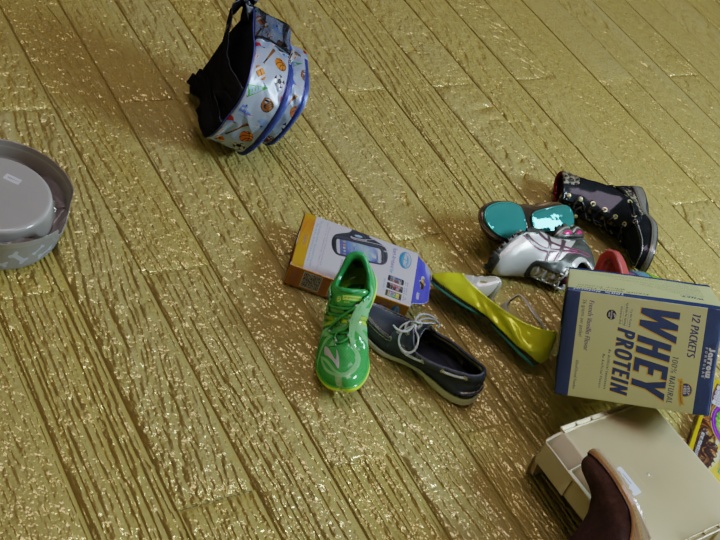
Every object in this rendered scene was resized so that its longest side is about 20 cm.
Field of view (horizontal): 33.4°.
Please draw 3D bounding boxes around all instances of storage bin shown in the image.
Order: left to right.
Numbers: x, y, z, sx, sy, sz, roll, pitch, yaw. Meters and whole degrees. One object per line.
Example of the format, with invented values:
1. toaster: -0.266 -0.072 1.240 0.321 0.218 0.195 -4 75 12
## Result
1. storage bin: 0.335 0.278 1.474 0.196 0.094 0.201 -12 51 -34

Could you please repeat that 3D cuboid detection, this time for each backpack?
1. backpack: -0.166 -0.268 1.781 0.152 0.200 0.192 24 40 -20

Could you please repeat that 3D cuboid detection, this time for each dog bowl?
1. dog bowl: -0.462 -0.082 1.512 0.197 0.059 0.202 14 40 -12

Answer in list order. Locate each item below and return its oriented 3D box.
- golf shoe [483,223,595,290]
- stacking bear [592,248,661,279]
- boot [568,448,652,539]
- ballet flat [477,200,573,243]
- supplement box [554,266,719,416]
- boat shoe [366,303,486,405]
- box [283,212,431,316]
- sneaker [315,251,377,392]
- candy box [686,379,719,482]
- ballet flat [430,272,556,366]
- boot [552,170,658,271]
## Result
1. golf shoe: 0.274 -0.015 1.786 0.198 0.078 0.089 -11 57 -34
2. stacking bear: 0.422 0.054 1.757 0.197 0.122 0.115 9 52 -30
3. boot: 0.242 0.315 1.335 0.164 0.073 0.202 -24 63 2
4. ballet flat: 0.238 -0.072 1.835 0.198 0.072 0.069 -8 85 -37
5. supplement box: 0.358 0.087 1.566 0.196 0.137 0.200 7 9 9
6. boat shoe: 0.078 0.098 1.572 0.199 0.062 0.075 38 47 19
7. box: 0.000 0.000 1.663 0.197 0.042 0.120 21 39 -7
8. sneaker: -0.021 0.062 1.526 0.073 0.084 0.202 0 53 8
9. candy box: 0.505 0.236 1.654 0.101 0.027 0.200 33 40 6
10. ballet flat: 0.190 0.050 1.670 0.199 0.067 0.067 40 8 16
11. boot: 0.388 -0.081 1.918 0.151 0.074 0.205 14 36 -7
